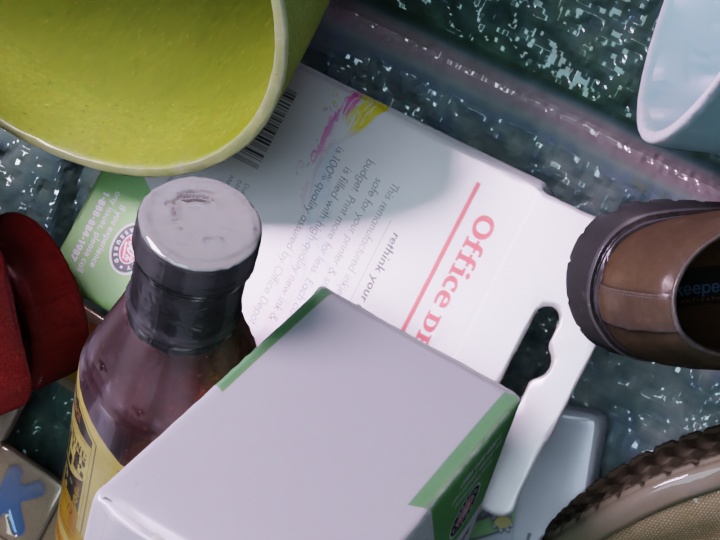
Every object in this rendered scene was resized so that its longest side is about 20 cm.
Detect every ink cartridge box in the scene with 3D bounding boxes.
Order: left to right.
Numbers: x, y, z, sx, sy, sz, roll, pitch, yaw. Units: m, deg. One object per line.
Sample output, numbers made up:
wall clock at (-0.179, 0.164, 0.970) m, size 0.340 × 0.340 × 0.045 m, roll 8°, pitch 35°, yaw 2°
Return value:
ink cartridge box at (-0.034, 0.131, 0.693) m, size 0.087 × 0.145 × 0.201 m, roll 28°, pitch 126°, yaw 14°
ink cartridge box at (0.000, 0.000, 0.774) m, size 0.199 × 0.067 × 0.118 m, roll 28°, pitch 89°, yaw 18°

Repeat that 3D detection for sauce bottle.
sauce bottle at (-0.069, 0.048, 0.726) m, size 0.066 × 0.066 × 0.201 m, roll 31°, pitch 138°, yaw 14°

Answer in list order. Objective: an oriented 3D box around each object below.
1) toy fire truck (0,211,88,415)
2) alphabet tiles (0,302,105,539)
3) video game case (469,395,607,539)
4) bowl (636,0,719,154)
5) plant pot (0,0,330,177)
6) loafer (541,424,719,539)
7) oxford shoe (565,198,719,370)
toy fire truck at (-0.188, -0.030, 0.754) m, size 0.200 × 0.112 × 0.169 m, roll 26°, pitch 133°, yaw 49°
alphabet tiles at (-0.097, 0.117, 0.827) m, size 0.199 × 0.008 × 0.168 m, roll 31°, pitch 99°, yaw 14°
video game case at (-0.013, 0.129, 0.818) m, size 0.198 × 0.023 × 0.184 m, roll 9°, pitch 94°, yaw 17°
bowl at (0.181, -0.112, 0.682) m, size 0.104 × 0.201 × 0.202 m, roll 25°, pitch 99°, yaw -5°
plant pot at (-0.061, -0.168, 0.731) m, size 0.186 × 0.200 × 0.188 m, roll 20°, pitch 140°, yaw 18°
loafer at (0.160, 0.083, 0.734) m, size 0.199 × 0.076 × 0.068 m, roll -21°, pitch 91°, yaw 13°
oxford shoe at (0.177, 0.004, 0.697) m, size 0.199 × 0.084 × 0.073 m, roll -11°, pitch 101°, yaw -16°
